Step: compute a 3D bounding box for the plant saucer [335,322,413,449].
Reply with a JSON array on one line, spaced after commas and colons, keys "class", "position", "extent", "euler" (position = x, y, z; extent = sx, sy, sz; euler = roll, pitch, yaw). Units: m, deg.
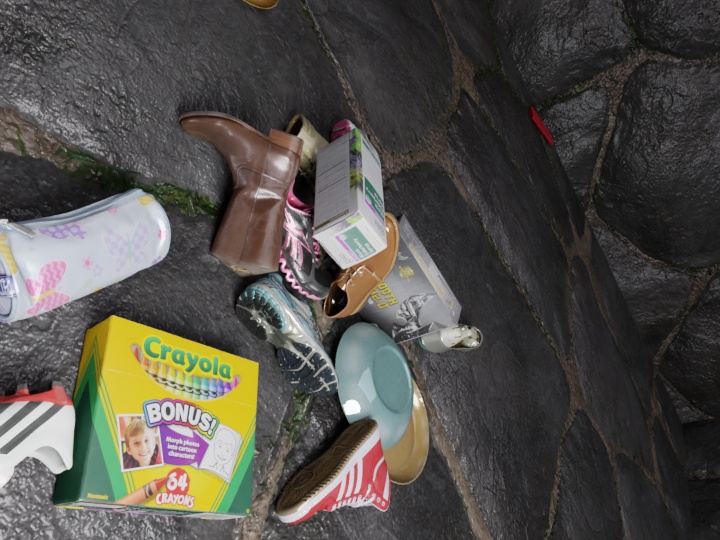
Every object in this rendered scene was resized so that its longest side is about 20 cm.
[{"class": "plant saucer", "position": [0.038, 0.177, 0.932], "extent": [0.200, 0.038, 0.205], "euler": [33, 47, -43]}]

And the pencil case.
[{"class": "pencil case", "position": [-0.286, -0.022, 0.584], "extent": [0.199, 0.082, 0.093], "euler": [-32, 121, -57]}]

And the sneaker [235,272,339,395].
[{"class": "sneaker", "position": [-0.085, 0.087, 0.822], "extent": [0.202, 0.077, 0.087], "euler": [56, 32, -19]}]

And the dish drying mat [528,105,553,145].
[{"class": "dish drying mat", "position": [0.764, -0.612, 2.473], "extent": [0.199, 0.018, 0.078], "euler": [34, 46, -40]}]

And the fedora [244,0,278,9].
[{"class": "fedora", "position": [-0.194, -0.563, 1.011], "extent": [0.199, 0.081, 0.204], "euler": [32, 47, -42]}]

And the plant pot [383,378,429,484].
[{"class": "plant pot", "position": [0.050, 0.249, 0.969], "extent": [0.199, 0.027, 0.204], "euler": [32, 47, -42]}]

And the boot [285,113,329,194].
[{"class": "boot", "position": [-0.073, -0.152, 0.970], "extent": [0.155, 0.072, 0.203], "euler": [40, 41, -37]}]

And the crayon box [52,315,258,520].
[{"class": "crayon box", "position": [-0.203, 0.164, 0.624], "extent": [0.199, 0.058, 0.176], "euler": [29, 50, -44]}]

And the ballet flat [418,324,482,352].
[{"class": "ballet flat", "position": [0.192, 0.132, 1.203], "extent": [0.198, 0.063, 0.069], "euler": [11, 63, -52]}]

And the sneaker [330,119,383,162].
[{"class": "sneaker", "position": [0.008, -0.187, 1.104], "extent": [0.086, 0.073, 0.204], "euler": [2, 66, -48]}]

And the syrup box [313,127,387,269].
[{"class": "syrup box", "position": [-0.016, -0.109, 0.858], "extent": [0.079, 0.080, 0.202], "euler": [47, 27, -38]}]

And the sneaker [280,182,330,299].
[{"class": "sneaker", "position": [-0.088, -0.051, 0.863], "extent": [0.202, 0.094, 0.079], "euler": [59, 10, -17]}]

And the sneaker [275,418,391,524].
[{"class": "sneaker", "position": [-0.025, 0.304, 0.793], "extent": [0.199, 0.070, 0.115], "euler": [-31, 108, -46]}]

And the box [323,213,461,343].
[{"class": "box", "position": [0.055, 0.024, 0.981], "extent": [0.202, 0.156, 0.049], "euler": [56, 36, -20]}]

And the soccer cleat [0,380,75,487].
[{"class": "soccer cleat", "position": [-0.321, 0.140, 0.463], "extent": [0.199, 0.068, 0.087], "euler": [9, 61, -58]}]

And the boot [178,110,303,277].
[{"class": "boot", "position": [-0.181, -0.101, 0.794], "extent": [0.064, 0.182, 0.204], "euler": [76, 27, -85]}]

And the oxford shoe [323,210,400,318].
[{"class": "oxford shoe", "position": [0.000, 0.000, 0.896], "extent": [0.071, 0.202, 0.071], "euler": [39, 32, 21]}]
